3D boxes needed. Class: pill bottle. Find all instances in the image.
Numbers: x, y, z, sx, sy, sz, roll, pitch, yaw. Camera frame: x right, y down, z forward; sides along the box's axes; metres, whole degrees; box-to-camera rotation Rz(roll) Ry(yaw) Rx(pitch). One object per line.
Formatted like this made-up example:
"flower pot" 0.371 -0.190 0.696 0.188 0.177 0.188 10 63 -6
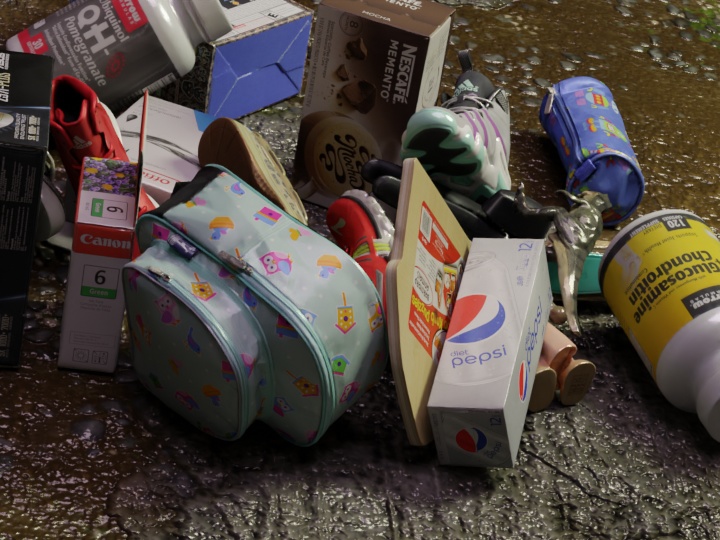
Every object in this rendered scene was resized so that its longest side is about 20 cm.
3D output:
"pill bottle" -0.225 -0.215 1.881 0.199 0.111 0.111 -29 37 0
"pill bottle" 0.287 0.049 1.683 0.111 0.113 0.201 -2 40 -22

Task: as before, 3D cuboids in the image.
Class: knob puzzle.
"knob puzzle" 0.046 0.041 1.573 0.030 0.222 0.220 -1 26 19

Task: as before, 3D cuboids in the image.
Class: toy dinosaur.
"toy dinosaur" 0.168 -0.027 1.737 0.087 0.048 0.201 18 41 2

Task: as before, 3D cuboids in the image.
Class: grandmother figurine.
"grandmother figurine" 0.124 0.039 1.710 0.120 0.061 0.200 0 33 -35

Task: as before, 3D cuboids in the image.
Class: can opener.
"can opener" 0.080 -0.057 1.795 0.199 0.079 0.063 20 14 -31

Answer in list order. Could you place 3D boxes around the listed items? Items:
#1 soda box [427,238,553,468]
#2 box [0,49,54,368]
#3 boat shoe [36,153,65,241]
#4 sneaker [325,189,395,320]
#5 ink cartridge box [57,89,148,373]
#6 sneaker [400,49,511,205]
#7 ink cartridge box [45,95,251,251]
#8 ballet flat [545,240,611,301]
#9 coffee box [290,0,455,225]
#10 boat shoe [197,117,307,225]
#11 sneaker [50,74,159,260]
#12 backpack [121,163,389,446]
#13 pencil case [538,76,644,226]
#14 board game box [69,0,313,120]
"soda box" 0.106 0.062 1.595 0.063 0.069 0.201 1 42 17
"box" -0.298 -0.052 1.577 0.085 0.202 0.164 6 31 -11
"boat shoe" -0.305 -0.090 1.749 0.063 0.071 0.200 -25 39 -29
"sneaker" 0.000 0.000 1.716 0.084 0.077 0.200 -24 37 -7
"ink cartridge box" -0.203 -0.033 1.575 0.050 0.202 0.109 6 30 -8
"sneaker" 0.090 -0.144 1.828 0.077 0.200 0.141 -1 70 17
"ink cartridge box" -0.189 -0.079 1.791 0.115 0.067 0.200 18 31 12
"ballet flat" 0.242 0.000 1.812 0.198 0.071 0.065 9 10 -12
"coffee box" 0.010 -0.156 1.856 0.112 0.202 0.080 19 31 13
"boat shoe" -0.076 -0.046 1.731 0.062 0.073 0.201 8 52 -51
"sneaker" -0.221 -0.073 1.665 0.078 0.116 0.201 -31 71 -1
"backpack" -0.081 0.040 1.527 0.199 0.177 0.153 26 50 22
"pencil case" 0.229 -0.126 1.999 0.087 0.078 0.201 33 23 -22
"board game box" -0.176 -0.242 2.041 0.199 0.098 0.159 29 35 28
